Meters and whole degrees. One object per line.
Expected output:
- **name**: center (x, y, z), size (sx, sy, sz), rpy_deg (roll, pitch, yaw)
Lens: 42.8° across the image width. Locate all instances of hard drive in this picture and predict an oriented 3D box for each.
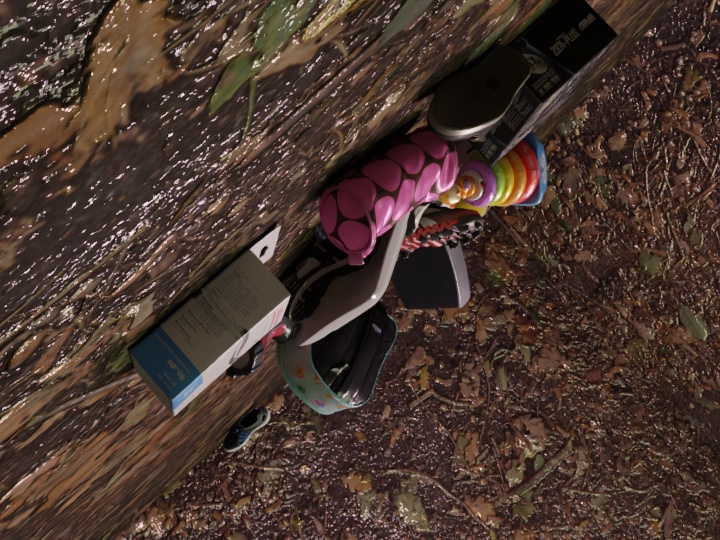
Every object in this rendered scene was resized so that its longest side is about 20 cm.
- **hard drive**: center (0.107, -0.011, 1.544), size (0.132, 0.202, 0.043), rpy_deg (-3, -138, 19)

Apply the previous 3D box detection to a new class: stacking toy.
- **stacking toy**: center (0.182, -0.136, 1.365), size (0.109, 0.118, 0.198), rpy_deg (7, -159, 43)

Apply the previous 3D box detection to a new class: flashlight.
- **flashlight**: center (-0.142, 0.100, 1.346), size (0.068, 0.068, 0.200), rpy_deg (-46, 174, 19)

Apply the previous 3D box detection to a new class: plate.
- **plate**: center (0.000, 0.000, 1.279), size (0.199, 0.032, 0.202), rpy_deg (-37, -153, 49)

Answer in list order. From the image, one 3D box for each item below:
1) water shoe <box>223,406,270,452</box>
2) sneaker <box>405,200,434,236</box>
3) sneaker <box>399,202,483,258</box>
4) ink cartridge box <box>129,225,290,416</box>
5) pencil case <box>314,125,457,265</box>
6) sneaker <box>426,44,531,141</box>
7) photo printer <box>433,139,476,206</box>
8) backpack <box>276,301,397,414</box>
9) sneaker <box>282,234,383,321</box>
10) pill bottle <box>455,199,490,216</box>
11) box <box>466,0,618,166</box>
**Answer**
- **water shoe**: center (-0.383, 0.505, 2.963), size (0.200, 0.072, 0.079), rpy_deg (-43, 148, 10)
- **sneaker**: center (0.079, -0.119, 1.334), size (0.089, 0.077, 0.200), rpy_deg (-56, -173, -34)
- **sneaker**: center (0.099, -0.079, 1.408), size (0.198, 0.100, 0.070), rpy_deg (-10, 161, 38)
- **ink cartridge box**: center (-0.140, 0.053, 0.958), size (0.200, 0.068, 0.116), rpy_deg (-42, 175, -18)
- **pencil case**: center (0.036, -0.090, 1.045), size (0.090, 0.095, 0.199), rpy_deg (-5, -156, 43)
- **sneaker**: center (0.128, -0.178, 1.076), size (0.200, 0.075, 0.107), rpy_deg (-41, 167, -43)
- **photo printer**: center (0.148, -0.155, 1.533), size (0.166, 0.070, 0.200), rpy_deg (-39, 174, -42)
- **backpack**: center (-0.049, 0.130, 1.501), size (0.152, 0.176, 0.202), rpy_deg (-20, -143, 33)
- **sneaker**: center (-0.041, -0.019, 1.252), size (0.200, 0.074, 0.080), rpy_deg (-41, -169, 27)
- **pill bottle**: center (0.158, -0.109, 1.765), size (0.200, 0.112, 0.112), rpy_deg (-40, 174, -37)
- **box**: center (0.236, -0.259, 1.266), size (0.163, 0.086, 0.200), rpy_deg (-42, 175, -19)
